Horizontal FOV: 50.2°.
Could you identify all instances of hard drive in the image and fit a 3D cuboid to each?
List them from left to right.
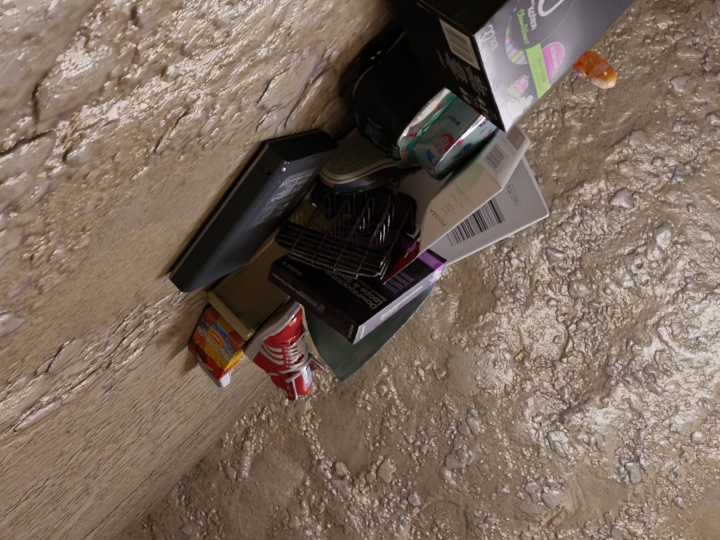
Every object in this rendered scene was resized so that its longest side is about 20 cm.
[{"bbox_3d":[-0.117,-0.066,0.854,0.200,0.033,0.139,-48,174,26],"label":"hard drive"}]

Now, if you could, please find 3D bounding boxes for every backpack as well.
[{"bbox_3d":[0.083,-0.195,0.866,0.178,0.151,0.200,-46,180,-2],"label":"backpack"}]

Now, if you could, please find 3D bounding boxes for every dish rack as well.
[{"bbox_3d":[-0.017,-0.051,0.962,0.200,0.152,0.055,-63,167,-51],"label":"dish rack"}]

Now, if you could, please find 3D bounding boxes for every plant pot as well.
[{"bbox_3d":[-0.006,0.042,1.119,0.200,0.134,0.200,-45,-179,1],"label":"plant pot"}]

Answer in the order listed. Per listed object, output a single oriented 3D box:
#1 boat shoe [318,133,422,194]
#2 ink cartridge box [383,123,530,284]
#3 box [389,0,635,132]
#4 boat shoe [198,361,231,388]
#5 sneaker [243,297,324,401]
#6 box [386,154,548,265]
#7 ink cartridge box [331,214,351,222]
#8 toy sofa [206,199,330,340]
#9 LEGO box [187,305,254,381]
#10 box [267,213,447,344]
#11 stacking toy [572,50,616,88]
[{"bbox_3d":[0.033,-0.145,0.981,0.199,0.075,0.062,-20,159,-21],"label":"boat shoe"},{"bbox_3d":[0.104,-0.086,0.925,0.200,0.050,0.161,-37,-172,35],"label":"ink cartridge box"},{"bbox_3d":[0.143,-0.258,0.676,0.200,0.124,0.149,-45,150,-2],"label":"box"},{"bbox_3d":[-0.241,0.152,1.347,0.062,0.072,0.200,-40,170,-23],"label":"boat shoe"},{"bbox_3d":[-0.094,0.114,1.074,0.071,0.113,0.200,-43,178,-27],"label":"sneaker"},{"bbox_3d":[0.135,-0.130,1.090,0.198,0.201,0.131,-26,-174,13],"label":"box"},{"bbox_3d":[-0.027,-0.043,1.282,0.162,0.050,0.200,-47,-164,15],"label":"ink cartridge box"},{"bbox_3d":[-0.118,0.000,1.084,0.200,0.083,0.098,-45,180,-8],"label":"toy sofa"},{"bbox_3d":[-0.166,0.064,1.220,0.200,0.077,0.149,-42,174,-36],"label":"LEGO box"},{"bbox_3d":[0.000,0.000,0.975,0.200,0.143,0.036,-35,151,-44],"label":"box"},{"bbox_3d":[0.239,-0.295,0.954,0.110,0.200,0.116,-45,176,4],"label":"stacking toy"}]
